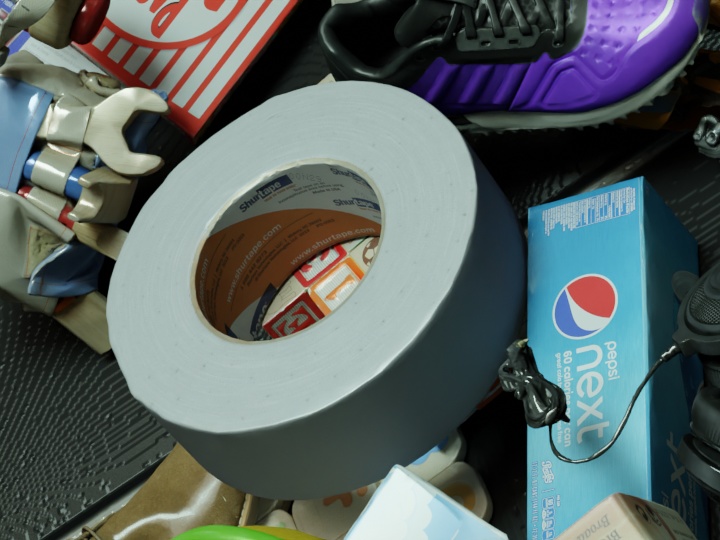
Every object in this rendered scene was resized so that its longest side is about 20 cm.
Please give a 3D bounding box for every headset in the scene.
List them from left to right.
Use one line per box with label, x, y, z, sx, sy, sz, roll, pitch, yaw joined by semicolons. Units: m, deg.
headset;0.163;0.044;1.068;0.199;0.124;0.094;-8;20;-13

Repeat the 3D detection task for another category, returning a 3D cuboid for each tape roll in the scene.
tape roll;-0.021;0.007;1.199;0.199;0.066;0.201;-17;49;20

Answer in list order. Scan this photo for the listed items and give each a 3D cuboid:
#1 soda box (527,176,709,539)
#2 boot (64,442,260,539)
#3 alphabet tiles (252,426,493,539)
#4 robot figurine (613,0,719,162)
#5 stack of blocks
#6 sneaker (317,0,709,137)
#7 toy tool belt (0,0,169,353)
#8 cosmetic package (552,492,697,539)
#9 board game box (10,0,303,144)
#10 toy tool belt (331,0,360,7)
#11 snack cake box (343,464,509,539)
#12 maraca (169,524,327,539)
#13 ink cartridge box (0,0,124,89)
soda box;0.119;0.062;1.153;0.064;0.068;0.201;-15;55;27
boot;-0.120;0.151;1.262;0.074;0.075;0.201;30;87;51
alphabet tiles;-0.030;0.133;1.259;0.195;0.015;0.201;-36;46;13
robot figurine;0.182;-0.117;1.226;0.199;0.058;0.146;12;73;41
stack of blocks;0.000;0.000;1.279;0.115;0.059;0.200;-40;45;-1
sneaker;0.066;-0.116;1.204;0.199;0.099;0.070;-11;58;30
toy tool belt;-0.152;-0.062;1.371;0.125;0.122;0.201;-59;-6;-70
cosmetic package;0.133;0.200;0.997;0.103;0.087;0.200;-41;66;12
board game box;-0.094;-0.198;1.434;0.200;0.151;0.046;-53;1;-3
toy tool belt;0.064;-0.192;1.341;0.122;0.125;0.201;10;66;12
snack cake box;-0.002;0.196;1.118;0.067;0.115;0.201;32;83;22
maraca;-0.009;0.181;1.004;0.200;0.138;0.107;35;44;12
ink cartridge box;-0.177;-0.152;1.534;0.200;0.047;0.197;-51;44;-5
